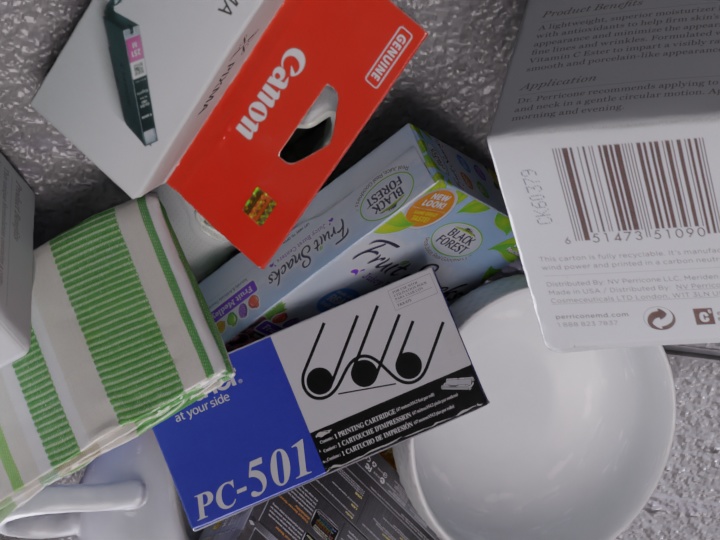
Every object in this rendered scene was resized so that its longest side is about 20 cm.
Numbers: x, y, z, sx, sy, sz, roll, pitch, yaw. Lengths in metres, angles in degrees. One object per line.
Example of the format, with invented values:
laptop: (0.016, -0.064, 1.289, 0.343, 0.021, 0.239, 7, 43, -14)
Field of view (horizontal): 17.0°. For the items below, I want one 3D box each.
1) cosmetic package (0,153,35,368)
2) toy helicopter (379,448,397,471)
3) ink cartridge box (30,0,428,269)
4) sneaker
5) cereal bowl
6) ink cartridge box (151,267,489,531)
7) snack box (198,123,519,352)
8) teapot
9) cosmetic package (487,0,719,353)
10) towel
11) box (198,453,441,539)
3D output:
cosmetic package: (-0.318, -0.028, 1.451, 0.166, 0.168, 0.200, -28, 124, 14)
toy helicopter: (0.062, 0.136, 1.673, 0.199, 0.079, 0.132, 31, 103, -33)
ink cartridge box: (-0.082, -0.120, 1.433, 0.173, 0.044, 0.200, 42, 119, 10)
sneaker: (-0.074, -0.057, 1.514, 0.070, 0.080, 0.200, 25, 122, -25)
cereal bowl: (0.106, 0.095, 1.602, 0.199, 0.083, 0.202, -5, 103, -23)
ink cartridge box: (-0.029, 0.080, 1.497, 0.199, 0.044, 0.095, -22, 86, -3)
snack box: (0.000, 0.000, 1.548, 0.200, 0.053, 0.142, -37, 151, 19)
teapot: (-0.128, 0.173, 1.628, 0.145, 0.198, 0.201, -18, 113, 33)
cosmetic package: (0.185, -0.080, 1.425, 0.164, 0.201, 0.166, -3, 129, 21)
towel: (-0.184, 0.055, 1.484, 0.199, 0.153, 0.023, -31, 152, 12)
box: (-0.010, 0.200, 1.580, 0.048, 0.159, 0.200, -24, 120, 43)
